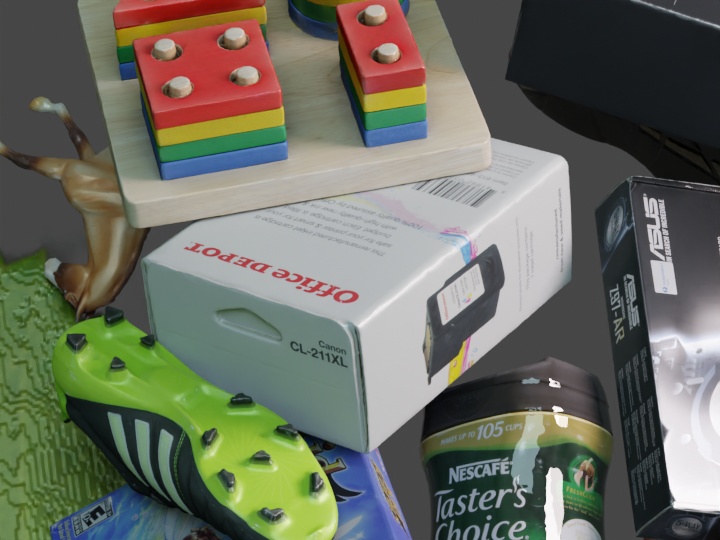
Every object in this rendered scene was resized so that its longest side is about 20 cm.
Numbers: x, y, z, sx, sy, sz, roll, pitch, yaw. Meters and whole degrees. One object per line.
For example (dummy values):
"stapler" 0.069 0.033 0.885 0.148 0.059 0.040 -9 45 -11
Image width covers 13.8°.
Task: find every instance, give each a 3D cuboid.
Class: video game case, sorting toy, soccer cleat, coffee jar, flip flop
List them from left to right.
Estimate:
"soccer cleat" -0.085 0.097 1.544 0.067 0.081 0.200 -31 53 -33
"video game case" -0.062 0.164 1.539 0.181 0.046 0.200 -28 38 5
"sorting toy" -0.047 -0.126 1.634 0.199 0.070 0.199 -10 40 -7
"coffee jar" 0.084 0.150 1.590 0.104 0.085 0.201 -19 60 38
"flip flop" 0.179 -0.090 1.711 0.200 0.081 0.058 30 59 17

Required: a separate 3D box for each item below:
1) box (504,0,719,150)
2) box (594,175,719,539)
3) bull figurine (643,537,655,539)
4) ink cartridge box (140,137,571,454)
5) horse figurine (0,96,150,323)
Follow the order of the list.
"box" 0.176 -0.158 1.678 0.141 0.079 0.200 17 32 9
"box" 0.217 0.053 1.627 0.160 0.044 0.201 7 61 -22
"bull figurine" 0.225 0.201 1.577 0.199 0.065 0.122 8 39 -3
"ink cartridge box" 0.000 0.000 1.597 0.145 0.083 0.200 17 38 32
"horse figurine" -0.124 -0.079 1.714 0.200 0.050 0.133 -38 65 -11
